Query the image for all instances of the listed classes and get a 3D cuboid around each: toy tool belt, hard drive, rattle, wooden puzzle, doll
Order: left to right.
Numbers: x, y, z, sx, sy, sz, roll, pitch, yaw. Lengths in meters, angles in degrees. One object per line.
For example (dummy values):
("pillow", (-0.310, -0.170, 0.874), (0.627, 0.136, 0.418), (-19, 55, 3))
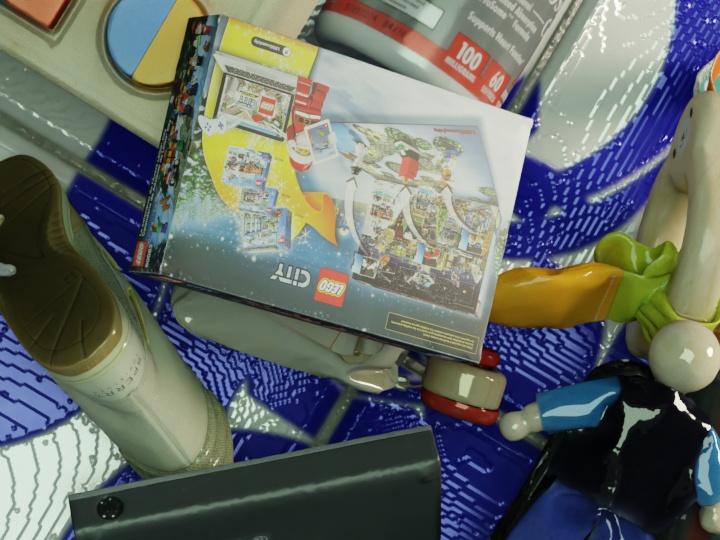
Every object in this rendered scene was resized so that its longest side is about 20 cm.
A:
("wooden puzzle", (-0.115, -0.179, 1.458), (0.200, 0.046, 0.186), (32, 90, -6))
("hard drive", (-0.054, 0.151, 1.533), (0.199, 0.140, 0.033), (-10, 54, -6))
("toy tool belt", (0.000, 0.000, 1.550), (0.199, 0.125, 0.123), (18, 94, -5))
("doll", (0.133, 0.115, 1.513), (0.136, 0.048, 0.200), (29, 102, -6))
("rattle", (0.149, -0.056, 1.571), (0.142, 0.130, 0.201), (9, 83, 7))

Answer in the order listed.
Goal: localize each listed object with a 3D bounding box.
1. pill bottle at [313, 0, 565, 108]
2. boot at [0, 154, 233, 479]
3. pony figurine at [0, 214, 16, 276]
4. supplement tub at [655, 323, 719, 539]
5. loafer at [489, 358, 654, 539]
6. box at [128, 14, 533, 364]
("pill bottle", (0.070, -0.187, 1.567), (0.116, 0.116, 0.200), (32, 85, -4))
("boot", (-0.147, 0.034, 1.547), (0.072, 0.200, 0.155), (-38, 132, 0))
("pony figurine", (-0.283, 0.010, 1.501), (0.193, 0.166, 0.200), (39, 114, 23))
("supplement tub", (0.225, 0.098, 1.575), (0.107, 0.107, 0.201), (16, 87, -5))
("loafer", (0.115, 0.142, 1.578), (0.068, 0.070, 0.201), (25, 85, 4))
("box", (-0.013, -0.040, 1.460), (0.199, 0.038, 0.137), (17, 84, -30))
